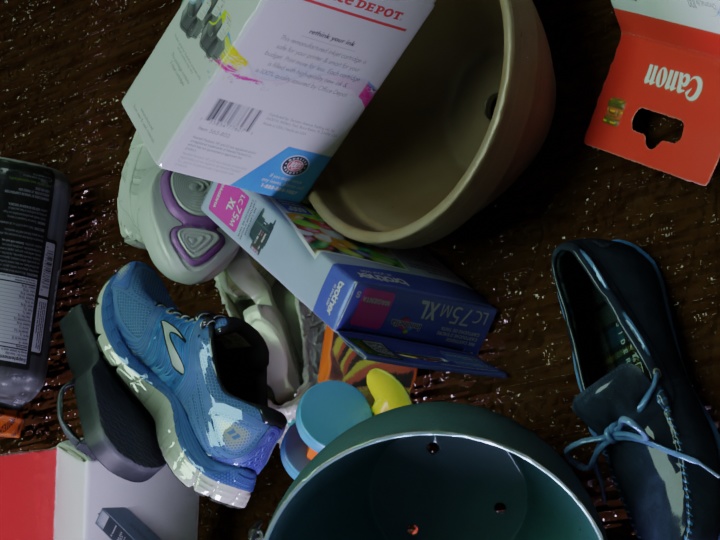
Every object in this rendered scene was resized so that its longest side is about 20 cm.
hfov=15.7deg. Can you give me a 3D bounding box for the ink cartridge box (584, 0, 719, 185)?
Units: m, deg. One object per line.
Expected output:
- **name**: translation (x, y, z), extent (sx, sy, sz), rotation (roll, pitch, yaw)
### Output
- **ink cartridge box**: translation (0.174, -0.161, 1.473), extent (0.160, 0.047, 0.201), rotation (29, 102, 66)

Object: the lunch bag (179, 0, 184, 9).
- **lunch bag**: translation (-0.067, -0.192, 1.705), extent (0.161, 0.077, 0.200), rotation (-54, 10, 34)

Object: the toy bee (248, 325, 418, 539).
- **toy bee**: translation (0.002, 0.120, 1.608), extent (0.131, 0.108, 0.201), rotation (127, 165, -80)

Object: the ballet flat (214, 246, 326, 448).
- **ballet flat**: translation (-0.059, 0.024, 1.715), extent (0.072, 0.071, 0.201), rotation (-44, 52, 34)

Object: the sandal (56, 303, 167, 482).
- **sandal**: translation (-0.166, 0.088, 1.681), extent (0.043, 0.076, 0.200), rotation (-40, 21, 6)

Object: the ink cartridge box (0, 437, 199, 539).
- **ink cartridge box**: translation (-0.189, 0.212, 1.702), extent (0.045, 0.175, 0.202), rotation (19, 111, 49)

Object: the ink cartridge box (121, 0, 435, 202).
- **ink cartridge box**: translation (-0.039, -0.145, 1.557), extent (0.200, 0.115, 0.068), rotation (-54, 45, 25)

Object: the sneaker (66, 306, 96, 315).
- **sneaker**: translation (-0.147, 0.081, 1.800), extent (0.199, 0.078, 0.091), rotation (24, 102, 50)

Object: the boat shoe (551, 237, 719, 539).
- **boat shoe**: translation (0.143, 0.075, 1.461), extent (0.084, 0.068, 0.201), rotation (-44, 50, 34)

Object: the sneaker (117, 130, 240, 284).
- **sneaker**: translation (-0.121, -0.038, 1.753), extent (0.201, 0.074, 0.100), rotation (-101, 31, -57)

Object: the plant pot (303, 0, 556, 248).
- **plant pot**: translation (0.054, -0.107, 1.597), extent (0.200, 0.092, 0.203), rotation (-18, 66, 47)

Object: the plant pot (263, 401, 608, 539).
- **plant pot**: translation (0.047, 0.156, 1.488), extent (0.201, 0.199, 0.135), rotation (-59, 6, 20)

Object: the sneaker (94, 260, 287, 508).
- **sneaker**: translation (-0.100, 0.057, 1.663), extent (0.089, 0.078, 0.200), rotation (-49, 49, 14)

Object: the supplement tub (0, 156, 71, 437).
- **supplement tub**: translation (-0.286, 0.019, 1.944), extent (0.122, 0.122, 0.202), rotation (1, 81, 50)

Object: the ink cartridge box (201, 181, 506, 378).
- **ink cartridge box**: translation (0.000, 0.000, 1.611), extent (0.200, 0.119, 0.042), rotation (44, 115, 46)
